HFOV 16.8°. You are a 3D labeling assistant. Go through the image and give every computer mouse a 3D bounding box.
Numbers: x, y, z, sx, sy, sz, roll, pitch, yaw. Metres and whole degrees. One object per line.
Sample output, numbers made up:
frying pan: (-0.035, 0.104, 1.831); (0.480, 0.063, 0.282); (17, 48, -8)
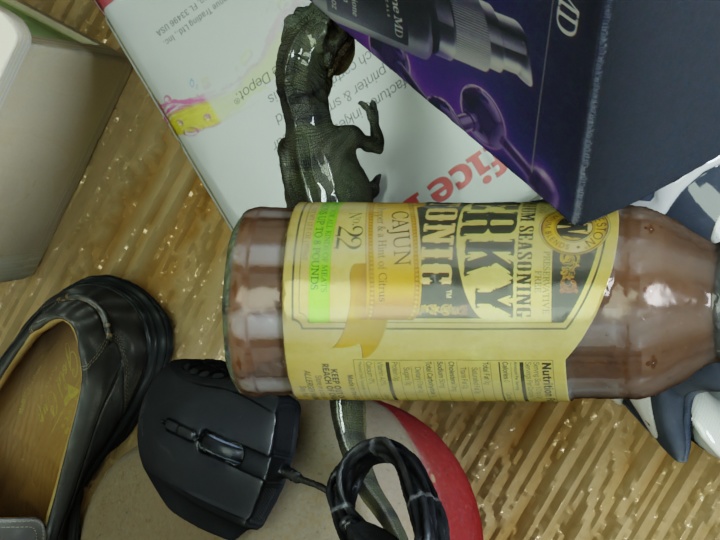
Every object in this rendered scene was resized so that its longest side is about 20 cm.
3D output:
computer mouse: (-0.030, 0.069, 0.815); (0.200, 0.034, 0.059); (17, 89, 59)

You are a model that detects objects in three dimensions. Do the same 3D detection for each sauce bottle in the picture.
sauce bottle: (0.058, 0.009, 0.766); (0.199, 0.065, 0.065); (-1, 89, 8)

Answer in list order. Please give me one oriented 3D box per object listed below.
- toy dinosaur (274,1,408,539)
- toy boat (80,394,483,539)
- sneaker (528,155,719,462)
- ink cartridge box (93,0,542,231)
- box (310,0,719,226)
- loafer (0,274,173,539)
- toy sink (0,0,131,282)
toy dinosaur: (0.000, 0.000, 0.851); (0.047, 0.088, 0.201); (-11, 87, 14)
toy boat: (-0.017, 0.124, 0.929); (0.200, 0.130, 0.131); (-24, 56, 52)
sneaker: (0.102, 0.030, 0.861); (0.199, 0.079, 0.130); (-48, 63, 52)
ink cartridge box: (-0.003, -0.090, 0.941); (0.145, 0.083, 0.200); (-33, 82, 15)
box: (0.047, -0.139, 0.759); (0.104, 0.148, 0.200); (-29, 53, -27)
loafer: (-0.149, 0.093, 0.992); (0.073, 0.072, 0.201); (26, 98, 15)
toy sink: (-0.189, -0.071, 0.935); (0.130, 0.200, 0.112); (28, 98, 11)
